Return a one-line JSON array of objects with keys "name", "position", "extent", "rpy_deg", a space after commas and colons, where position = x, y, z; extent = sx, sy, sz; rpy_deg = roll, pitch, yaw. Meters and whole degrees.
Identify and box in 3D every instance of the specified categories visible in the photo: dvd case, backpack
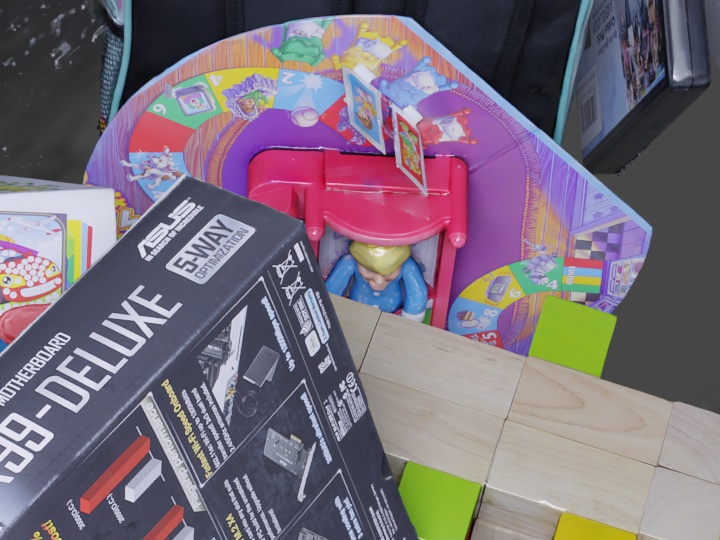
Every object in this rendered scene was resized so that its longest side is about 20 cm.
[{"name": "dvd case", "position": [0.096, -0.147, 0.815], "extent": [0.017, 0.143, 0.201], "rpy_deg": [-2, 81, -7]}, {"name": "backpack", "position": [-0.003, -0.113, 0.776], "extent": [0.175, 0.200, 0.154], "rpy_deg": [6, 59, -2]}]

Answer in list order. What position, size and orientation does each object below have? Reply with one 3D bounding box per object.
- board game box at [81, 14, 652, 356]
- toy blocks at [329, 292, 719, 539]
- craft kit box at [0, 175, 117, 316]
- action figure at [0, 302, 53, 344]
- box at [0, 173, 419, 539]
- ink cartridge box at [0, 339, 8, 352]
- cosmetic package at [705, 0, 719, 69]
[{"name": "board game box", "position": [0.000, 0.000, 0.764], "extent": [0.200, 0.158, 0.039], "rpy_deg": [37, 37, -34]}, {"name": "toy blocks", "position": [0.042, 0.083, 0.767], "extent": [0.199, 0.137, 0.100], "rpy_deg": [18, 58, 6]}, {"name": "craft kit box", "position": [-0.200, -0.004, 0.721], "extent": [0.197, 0.200, 0.049], "rpy_deg": [-2, 95, -24]}, {"name": "action figure", "position": [-0.070, 0.059, 0.719], "extent": [0.051, 0.200, 0.066], "rpy_deg": [4, 78, 9]}, {"name": "box", "position": [-0.054, 0.100, 0.626], "extent": [0.050, 0.200, 0.158], "rpy_deg": [22, 56, 37]}, {"name": "ink cartridge box", "position": [-0.187, 0.092, 0.790], "extent": [0.199, 0.084, 0.145], "rpy_deg": [0, 80, -3]}, {"name": "cosmetic package", "position": [0.165, -0.143, 0.792], "extent": [0.090, 0.200, 0.107], "rpy_deg": [-29, 86, -5]}]
